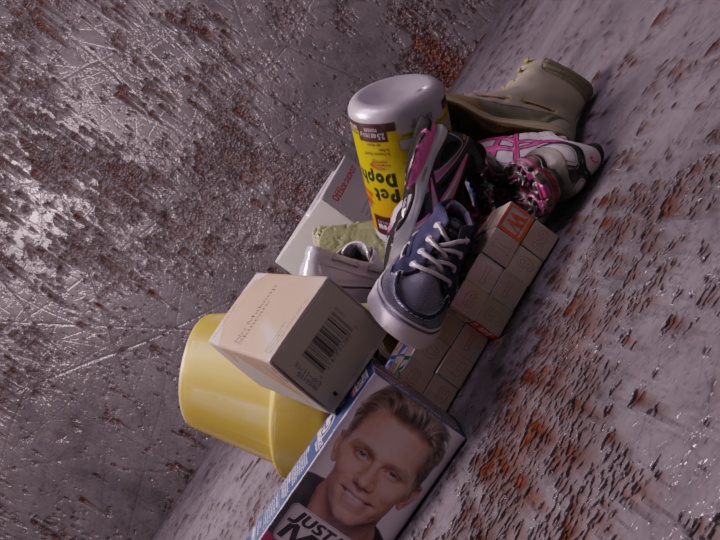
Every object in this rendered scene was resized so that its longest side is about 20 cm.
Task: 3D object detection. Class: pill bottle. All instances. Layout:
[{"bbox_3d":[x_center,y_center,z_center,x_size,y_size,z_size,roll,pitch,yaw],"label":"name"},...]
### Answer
[{"bbox_3d":[0.057,-0.104,1.102,0.107,0.203,0.110,-11,27,6],"label":"pill bottle"}]

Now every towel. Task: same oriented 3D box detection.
[{"bbox_3d":[0.008,0.009,1.330,0.037,0.145,0.203,84,-179,-48],"label":"towel"}]

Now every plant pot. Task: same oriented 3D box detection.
[{"bbox_3d":[-0.096,0.127,1.127,0.201,0.185,0.206,8,-90,-77],"label":"plant pot"}]

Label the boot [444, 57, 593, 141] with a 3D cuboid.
[{"bbox_3d":[0.162,-0.192,1.156,0.156,0.196,0.073,-59,-23,-44],"label":"boot"}]

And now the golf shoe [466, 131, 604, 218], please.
[{"bbox_3d":[0.173,-0.105,1.031,0.091,0.074,0.200,-29,21,-14],"label":"golf shoe"}]

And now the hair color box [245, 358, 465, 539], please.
[{"bbox_3d":[-0.008,0.190,0.860,0.202,0.099,0.061,-56,7,4],"label":"hair color box"}]

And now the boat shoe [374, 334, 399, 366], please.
[{"bbox_3d":[0.048,0.086,1.154,0.065,0.073,0.200,-58,-4,17],"label":"boat shoe"}]

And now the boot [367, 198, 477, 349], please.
[{"bbox_3d":[0.061,-0.006,0.903,0.091,0.072,0.200,-59,5,19],"label":"boot"}]

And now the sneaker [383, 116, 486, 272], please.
[{"bbox_3d":[0.076,-0.049,1.022,0.081,0.084,0.203,-82,6,-59],"label":"sneaker"}]

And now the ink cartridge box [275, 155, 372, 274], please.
[{"bbox_3d":[0.002,-0.037,1.501,0.145,0.198,0.148,-51,7,33],"label":"ink cartridge box"}]

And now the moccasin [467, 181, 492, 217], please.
[{"bbox_3d":[0.170,-0.100,1.167,0.068,0.080,0.201,-38,29,19],"label":"moccasin"}]

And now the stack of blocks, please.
[{"bbox_3d":[0.102,0.039,0.976,0.202,0.058,0.115,-57,6,-10],"label":"stack of blocks"}]

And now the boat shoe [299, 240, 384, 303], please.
[{"bbox_3d":[0.000,0.000,1.140,0.199,0.072,0.067,-2,-79,-62],"label":"boat shoe"}]

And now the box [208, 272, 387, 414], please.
[{"bbox_3d":[-0.064,0.062,0.931,0.096,0.077,0.199,-55,20,-15],"label":"box"}]
